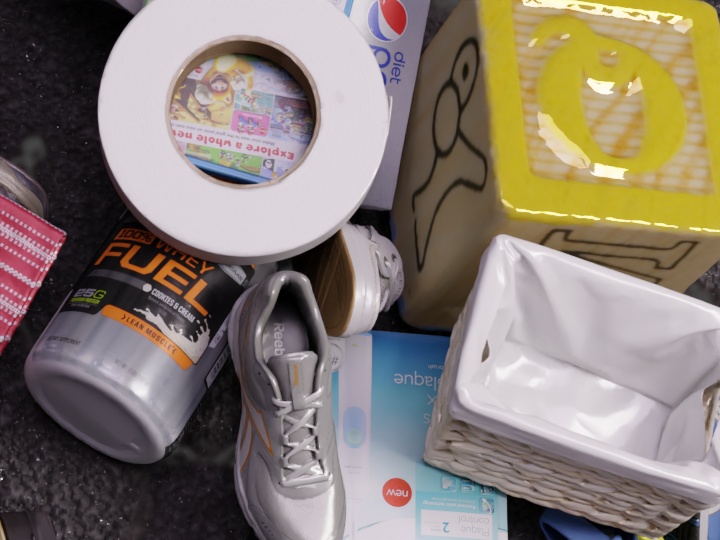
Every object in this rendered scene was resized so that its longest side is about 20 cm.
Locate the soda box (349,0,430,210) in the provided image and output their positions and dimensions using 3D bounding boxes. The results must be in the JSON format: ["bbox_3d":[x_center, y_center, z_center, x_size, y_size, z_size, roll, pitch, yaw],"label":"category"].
[{"bbox_3d":[0.000,-0.148,1.786,0.068,0.063,0.201,10,90,-24],"label":"soda box"}]

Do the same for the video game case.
[{"bbox_3d":[-0.085,-0.166,1.709,0.142,0.018,0.201,16,82,-7],"label":"video game case"}]

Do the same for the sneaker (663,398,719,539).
[{"bbox_3d":[0.250,0.133,1.771,0.077,0.076,0.201,12,73,-30],"label":"sneaker"}]

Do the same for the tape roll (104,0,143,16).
[{"bbox_3d":[-0.155,-0.293,1.789,0.202,0.204,0.139,-36,42,-24],"label":"tape roll"}]

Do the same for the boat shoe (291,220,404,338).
[{"bbox_3d":[0.000,0.000,1.729,0.069,0.200,0.071,16,106,-13],"label":"boat shoe"}]

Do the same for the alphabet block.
[{"bbox_3d":[0.142,-0.075,1.762,0.195,0.200,0.197,3,65,-20],"label":"alphabet block"}]

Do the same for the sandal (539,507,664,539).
[{"bbox_3d":[0.168,0.174,1.736,0.086,0.080,0.201,-3,65,-10],"label":"sandal"}]

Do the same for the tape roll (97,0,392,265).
[{"bbox_3d":[-0.080,-0.105,1.667,0.201,0.037,0.204,1,79,-6],"label":"tape roll"}]

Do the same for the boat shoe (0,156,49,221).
[{"bbox_3d":[-0.320,-0.071,1.745,0.199,0.075,0.074,29,63,4],"label":"boat shoe"}]

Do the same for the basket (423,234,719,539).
[{"bbox_3d":[0.151,0.084,1.655,0.199,0.123,0.136,20,62,-7],"label":"basket"}]

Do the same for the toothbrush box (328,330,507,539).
[{"bbox_3d":[0.024,0.150,1.710,0.145,0.085,0.201,6,66,-9],"label":"toothbrush box"}]

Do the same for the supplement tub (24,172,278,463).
[{"bbox_3d":[-0.138,0.025,1.712,0.122,0.123,0.201,29,63,3],"label":"supplement tub"}]

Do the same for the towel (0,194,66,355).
[{"bbox_3d":[-0.312,0.027,1.696,0.144,0.022,0.201,29,82,3],"label":"towel"}]

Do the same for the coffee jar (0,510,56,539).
[{"bbox_3d":[-0.290,0.225,1.607,0.199,0.085,0.105,-10,65,-15],"label":"coffee jar"}]

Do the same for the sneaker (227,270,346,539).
[{"bbox_3d":[-0.048,0.095,1.619,0.075,0.092,0.201,-8,75,-13],"label":"sneaker"}]
